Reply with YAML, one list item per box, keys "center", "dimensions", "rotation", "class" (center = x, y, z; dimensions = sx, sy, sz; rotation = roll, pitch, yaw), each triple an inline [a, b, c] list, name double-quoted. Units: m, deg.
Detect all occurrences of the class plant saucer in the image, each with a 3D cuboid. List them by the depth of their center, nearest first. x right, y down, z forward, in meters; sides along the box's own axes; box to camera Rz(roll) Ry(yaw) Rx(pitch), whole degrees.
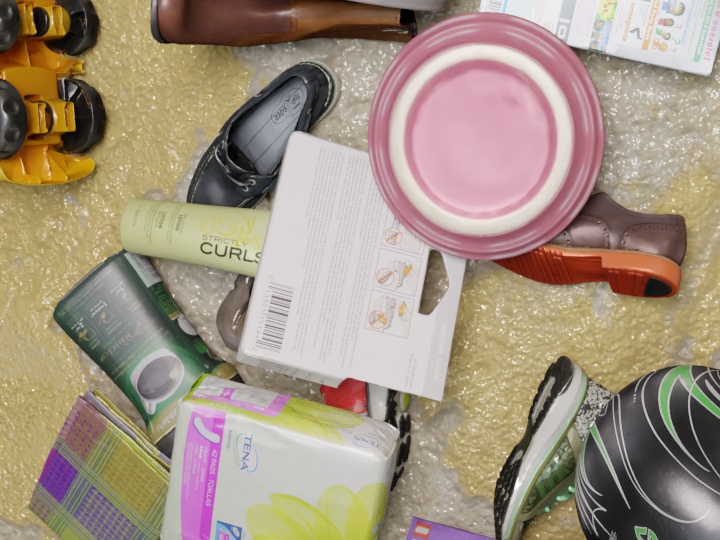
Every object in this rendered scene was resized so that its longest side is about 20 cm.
- center: [0.099, -0.107, 0.961]
  dimensions: [0.197, 0.051, 0.205]
  rotation: [2, 99, 12]
  class: "plant saucer"

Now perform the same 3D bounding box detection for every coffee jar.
- center: [-0.194, 0.084, 1.125]
  dimensions: [0.104, 0.085, 0.201]
  rotation: [-39, 89, 5]
  class: "coffee jar"

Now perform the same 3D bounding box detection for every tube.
- center: [-0.120, -0.030, 1.064]
  dimensions: [0.196, 0.052, 0.059]
  rotation: [9, 112, 17]
  class: "tube"

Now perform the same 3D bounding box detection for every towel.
- center: [-0.252, 0.221, 1.174]
  dimensions: [0.143, 0.023, 0.201]
  rotation: [40, 127, 7]
  class: "towel"

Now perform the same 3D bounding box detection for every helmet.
- center: [0.268, 0.173, 0.955]
  dimensions: [0.191, 0.198, 0.202]
  rotation: [47, 113, 41]
  class: "helmet"

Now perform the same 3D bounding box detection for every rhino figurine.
- center: [-0.048, 0.050, 1.060]
  dimensions: [0.197, 0.060, 0.089]
  rotation: [16, 80, 29]
  class: "rhino figurine"

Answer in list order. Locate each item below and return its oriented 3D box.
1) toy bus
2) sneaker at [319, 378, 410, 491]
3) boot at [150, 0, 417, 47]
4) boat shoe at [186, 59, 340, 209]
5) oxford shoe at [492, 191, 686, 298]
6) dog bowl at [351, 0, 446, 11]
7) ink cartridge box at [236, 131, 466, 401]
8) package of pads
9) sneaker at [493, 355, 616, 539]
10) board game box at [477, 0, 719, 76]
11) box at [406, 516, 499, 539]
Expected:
- center: [-0.351, -0.185, 1.108]
  dimensions: [0.189, 0.135, 0.204]
  rotation: [4, 100, 31]
  class: "toy bus"
- center: [0.000, 0.133, 1.101]
  dimensions: [0.084, 0.077, 0.204]
  rotation: [11, 97, 29]
  class: "sneaker"
- center: [-0.061, -0.208, 0.982]
  dimensions: [0.196, 0.188, 0.070]
  rotation: [8, 92, 15]
  class: "boot"
- center: [-0.099, -0.110, 1.074]
  dimensions: [0.199, 0.066, 0.075]
  rotation: [-40, 89, 18]
  class: "boat shoe"
- center: [0.184, -0.030, 1.024]
  dimensions: [0.197, 0.071, 0.074]
  rotation: [12, 70, 20]
  class: "oxford shoe"
- center: [-0.012, -0.255, 0.952]
  dimensions: [0.197, 0.200, 0.060]
  rotation: [13, 107, 12]
  class: "dog bowl"
- center: [0.000, 0.000, 1.012]
  dimensions: [0.173, 0.045, 0.203]
  rotation: [15, 72, -8]
  class: "ink cartridge box"
- center: [-0.071, 0.187, 1.041]
  dimensions: [0.196, 0.068, 0.157]
  rotation: [15, 111, 9]
  class: "package of pads"
- center: [0.180, 0.182, 1.057]
  dimensions: [0.087, 0.077, 0.203]
  rotation: [21, 109, -2]
  class: "sneaker"
- center: [0.208, -0.254, 0.965]
  dimensions: [0.197, 0.064, 0.150]
  rotation: [16, 105, 13]
  class: "board game box"
- center: [0.138, 0.280, 1.052]
  dimensions: [0.196, 0.137, 0.040]
  rotation: [13, 65, 12]
  class: "box"
